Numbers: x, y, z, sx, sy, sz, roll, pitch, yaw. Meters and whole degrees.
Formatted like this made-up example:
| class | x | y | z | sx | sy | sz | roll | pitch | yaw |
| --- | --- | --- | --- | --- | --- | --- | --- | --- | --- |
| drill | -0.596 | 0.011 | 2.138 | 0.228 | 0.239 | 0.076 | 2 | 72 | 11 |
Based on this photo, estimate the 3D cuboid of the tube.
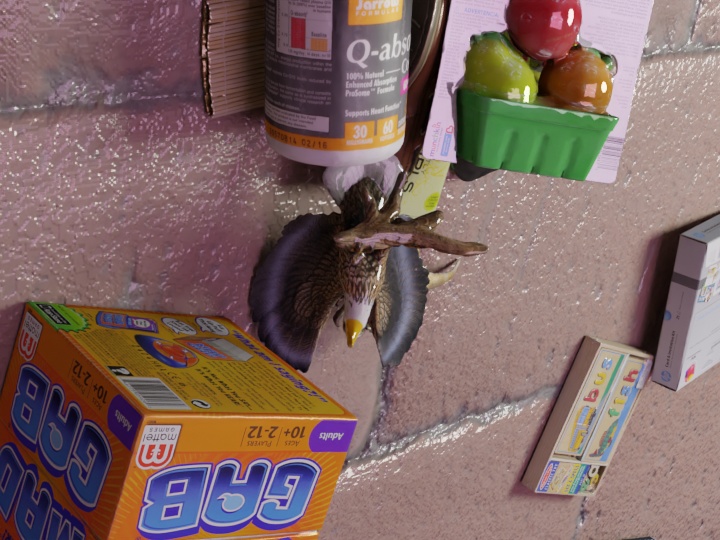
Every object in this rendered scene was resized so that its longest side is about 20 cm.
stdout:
| class | x | y | z | sx | sy | sz | roll | pitch | yaw |
| --- | --- | --- | --- | --- | --- | --- | --- | --- | --- |
| tube | 0.065 | -0.121 | 1.106 | 0.058 | 0.052 | 0.201 | 19 | 108 | 1 |

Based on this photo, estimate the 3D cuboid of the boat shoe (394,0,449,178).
| class | x | y | z | sx | sy | sz | roll | pitch | yaw |
| --- | --- | --- | --- | --- | --- | --- | --- | --- | --- |
| boat shoe | 0.036 | -0.162 | 1.034 | 0.068 | 0.072 | 0.201 | -7 | 128 | -44 |

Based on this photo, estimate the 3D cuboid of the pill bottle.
| class | x | y | z | sx | sy | sz | roll | pitch | yaw |
| --- | --- | --- | --- | --- | --- | --- | --- | --- | --- |
| pill bottle | -0.018 | -0.192 | 0.931 | 0.116 | 0.116 | 0.202 | -16 | 121 | -34 |

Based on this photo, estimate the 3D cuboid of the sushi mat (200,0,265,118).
| class | x | y | z | sx | sy | sz | roll | pitch | yaw |
| --- | --- | --- | --- | --- | --- | --- | --- | --- | --- |
| sushi mat | -0.045 | -0.192 | 0.997 | 0.199 | 0.012 | 0.096 | -19 | 124 | -33 |

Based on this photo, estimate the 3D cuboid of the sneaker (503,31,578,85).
| class | x | y | z | sx | sy | sz | roll | pitch | yaw |
| --- | --- | --- | --- | --- | --- | --- | --- | --- | --- |
| sneaker | 0.167 | -0.213 | 1.073 | 0.078 | 0.090 | 0.202 | -21 | 102 | -39 |

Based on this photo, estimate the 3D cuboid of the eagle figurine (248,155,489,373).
| class | x | y | z | sx | sy | sz | roll | pitch | yaw |
| --- | --- | --- | --- | --- | --- | --- | --- | --- | --- |
| eagle figurine | -0.003 | 0.006 | 1.028 | 0.151 | 0.152 | 0.200 | -46 | 174 | -26 |

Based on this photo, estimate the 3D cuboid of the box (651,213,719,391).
| class | x | y | z | sx | sy | sz | roll | pitch | yaw |
| --- | --- | --- | --- | --- | --- | --- | --- | --- | --- |
| box | 0.434 | 0.033 | 1.490 | 0.155 | 0.041 | 0.202 | -22 | 125 | -44 |

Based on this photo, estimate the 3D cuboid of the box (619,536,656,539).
| class | x | y | z | sx | sy | sz | roll | pitch | yaw |
| --- | --- | --- | --- | --- | --- | --- | --- | --- | --- |
| box | 0.349 | 0.454 | 1.605 | 0.199 | 0.107 | 0.150 | 7 | 107 | -42 |

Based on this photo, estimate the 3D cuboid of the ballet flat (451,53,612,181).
| class | x | y | z | sx | sy | sz | roll | pitch | yaw |
| --- | --- | --- | --- | --- | --- | --- | --- | --- | --- |
| ballet flat | 0.172 | -0.158 | 1.163 | 0.200 | 0.068 | 0.068 | -48 | 136 | -10 |

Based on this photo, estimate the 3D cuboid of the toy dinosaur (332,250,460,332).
| class | x | y | z | sx | sy | sz | roll | pitch | yaw |
| --- | --- | --- | --- | --- | --- | --- | --- | --- | --- |
| toy dinosaur | 0.035 | 0.018 | 1.144 | 0.199 | 0.058 | 0.102 | 13 | 101 | -44 |

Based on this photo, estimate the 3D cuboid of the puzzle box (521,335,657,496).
| class | x | y | z | sx | sy | sz | roll | pitch | yaw |
| --- | --- | --- | --- | --- | --- | --- | --- | --- | --- |
| puzzle box | 0.283 | 0.182 | 1.465 | 0.132 | 0.025 | 0.201 | 13 | 102 | -43 |

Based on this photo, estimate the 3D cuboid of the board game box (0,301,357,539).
| class | x | y | z | sx | sy | sz | roll | pitch | yaw |
| --- | --- | --- | --- | --- | --- | --- | --- | --- | --- |
| board game box | -0.161 | 0.161 | 0.948 | 0.199 | 0.200 | 0.201 | 7 | 107 | -42 |

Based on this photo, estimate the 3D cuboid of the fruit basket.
| class | x | y | z | sx | sy | sz | roll | pitch | yaw |
| --- | --- | --- | --- | --- | --- | --- | --- | --- | --- |
| fruit basket | 0.152 | -0.182 | 1.013 | 0.184 | 0.094 | 0.202 | 5 | 99 | -17 |
